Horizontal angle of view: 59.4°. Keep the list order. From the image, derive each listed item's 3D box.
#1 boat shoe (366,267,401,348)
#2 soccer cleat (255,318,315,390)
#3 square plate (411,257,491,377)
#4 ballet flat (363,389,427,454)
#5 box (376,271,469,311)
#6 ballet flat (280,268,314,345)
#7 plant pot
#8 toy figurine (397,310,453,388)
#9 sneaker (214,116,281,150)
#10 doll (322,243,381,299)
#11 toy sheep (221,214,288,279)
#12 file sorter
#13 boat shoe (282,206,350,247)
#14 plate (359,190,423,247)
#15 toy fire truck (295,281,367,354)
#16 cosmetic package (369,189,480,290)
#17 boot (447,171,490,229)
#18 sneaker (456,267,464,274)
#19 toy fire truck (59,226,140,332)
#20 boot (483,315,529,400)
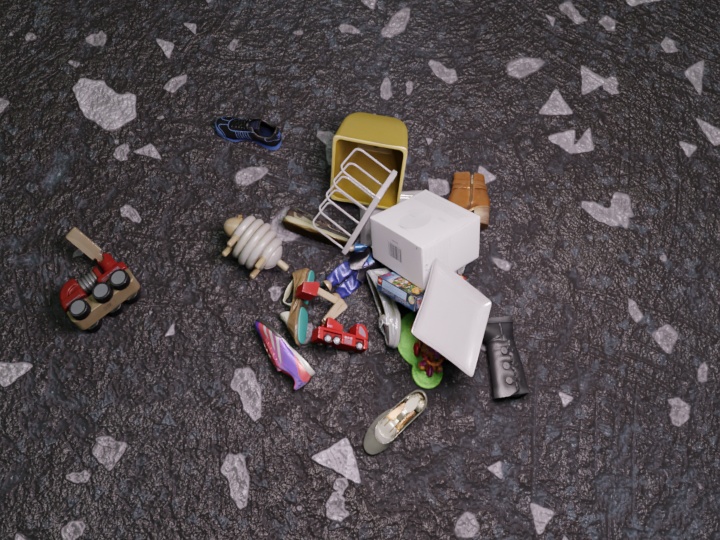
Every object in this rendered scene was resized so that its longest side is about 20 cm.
[{"bbox_3d":[0.059,0.096,1.595,0.063,0.074,0.209,-5,78,-14],"label":"boat shoe"},{"bbox_3d":[-0.199,0.202,1.548,0.199,0.068,0.073,43,79,9],"label":"soccer cleat"},{"bbox_3d":[0.208,0.108,1.448,0.196,0.028,0.204,35,59,-22],"label":"square plate"},{"bbox_3d":[0.083,0.358,1.516,0.199,0.064,0.068,-40,77,-17],"label":"ballet flat"},{"bbox_3d":[0.155,0.033,1.558,0.196,0.039,0.135,-15,31,-39],"label":"box"},{"bbox_3d":[-0.165,0.090,1.596,0.070,0.068,0.207,-1,68,16],"label":"ballet flat"},{"bbox_3d":[0.033,-0.313,1.686,0.189,0.198,0.203,10,44,4],"label":"plant pot"},{"bbox_3d":[0.170,0.168,1.529,0.145,0.185,0.207,-2,70,-6],"label":"toy figurine"},{"bbox_3d":[-0.312,-0.395,1.746,0.193,0.078,0.072,13,69,-1],"label":"sneaker"},{"bbox_3d":[0.000,0.000,1.639,0.198,0.048,0.138,-39,94,-12],"label":"doll"},{"bbox_3d":[-0.266,-0.061,1.605,0.199,0.138,0.139,41,71,-5],"label":"toy sheep"},{"bbox_3d":[-0.020,-0.176,1.579,0.123,0.202,0.140,34,40,0],"label":"file sorter"},{"bbox_3d":[-0.108,-0.118,1.667,0.194,0.073,0.067,20,72,1],"label":"boat shoe"},{"bbox_3d":[0.094,-0.131,1.712,0.192,0.032,0.207,0,71,-6],"label":"plate"},{"bbox_3d":[-0.068,0.118,1.565,0.195,0.049,0.146,16,65,-25],"label":"toy fire truck"},{"bbox_3d":[0.159,-0.081,1.558,0.197,0.126,0.198,-28,40,-27],"label":"cosmetic package"},{"bbox_3d":[0.262,-0.201,1.728,0.193,0.077,0.160,2,70,-4],"label":"boot"},{"bbox_3d":[0.252,-0.027,1.666,0.068,0.073,0.206,-8,72,-8],"label":"sneaker"},{"bbox_3d":[-0.669,0.015,1.552,0.175,0.130,0.200,-38,65,-16],"label":"toy fire truck"},{"bbox_3d":[0.328,0.225,1.591,0.159,0.066,0.207,-6,75,-5],"label":"boot"}]
